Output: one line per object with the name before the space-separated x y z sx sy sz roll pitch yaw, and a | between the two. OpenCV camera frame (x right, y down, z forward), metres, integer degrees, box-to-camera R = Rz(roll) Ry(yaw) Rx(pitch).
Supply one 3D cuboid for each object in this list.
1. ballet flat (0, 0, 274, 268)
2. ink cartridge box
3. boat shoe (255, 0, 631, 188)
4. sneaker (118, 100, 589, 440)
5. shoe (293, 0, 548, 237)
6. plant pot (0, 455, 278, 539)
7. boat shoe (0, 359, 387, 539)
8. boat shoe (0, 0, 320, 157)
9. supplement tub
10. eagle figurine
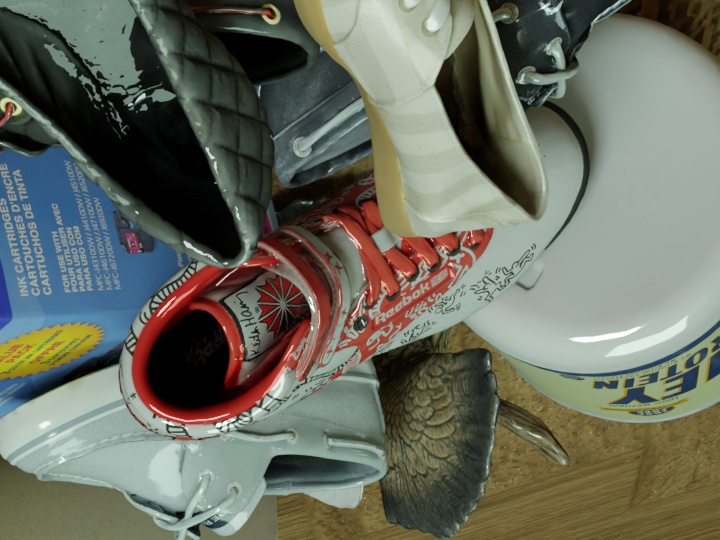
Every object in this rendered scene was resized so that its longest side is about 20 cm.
ballet flat | -0.087 -0.072 0.840 0.066 0.057 0.200 -36 132 16
ink cartridge box | -0.146 0.009 1.127 0.199 0.077 0.136 -2 158 -41
boat shoe | 0.051 -0.086 1.025 0.199 0.068 0.072 -21 164 13
sneaker | 0.000 0.001 1.045 0.201 0.068 0.108 -30 178 0
shoe | 0.023 -0.079 0.930 0.053 0.070 0.200 15 150 23
plant pot | -0.149 0.159 1.493 0.198 0.189 0.187 -1 162 -8
boat shoe | -0.060 0.072 1.163 0.200 0.072 0.070 -5 161 -46
boat shoe | -0.111 -0.072 0.912 0.200 0.064 0.074 -14 165 -9
supplement tub | 0.110 -0.015 1.194 0.144 0.146 0.200 -20 164 9
eagle figurine | 0.011 0.043 1.326 0.151 0.152 0.200 2 -179 14
